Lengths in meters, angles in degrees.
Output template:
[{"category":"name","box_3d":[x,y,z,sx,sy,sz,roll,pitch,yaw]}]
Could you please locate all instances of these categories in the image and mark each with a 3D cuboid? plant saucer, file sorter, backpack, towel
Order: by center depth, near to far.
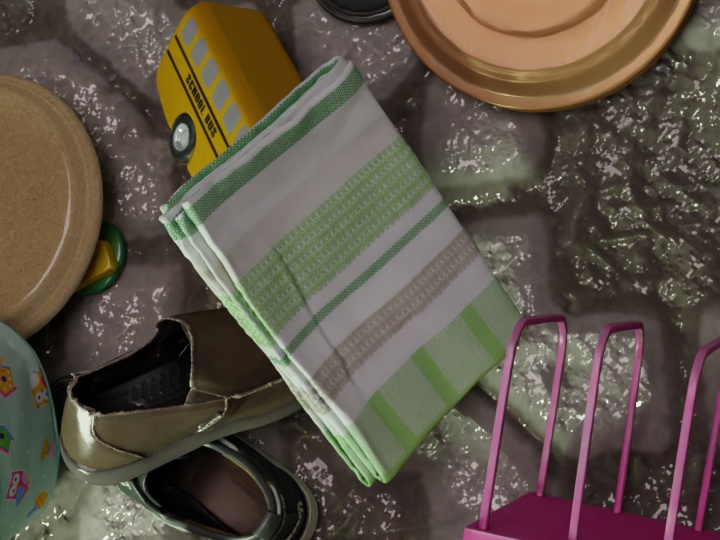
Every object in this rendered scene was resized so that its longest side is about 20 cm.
[{"category":"file sorter","box_3d":[0.174,0.096,0.770,0.200,0.139,0.126,10,93,20]},{"category":"towel","box_3d":[0.000,0.000,0.829,0.149,0.031,0.200,-44,107,-23]},{"category":"plant saucer","box_3d":[0.107,-0.196,0.894,0.200,0.032,0.201,1,93,18]},{"category":"backpack","box_3d":[-0.295,0.107,0.921,0.200,0.153,0.176,6,108,13]}]

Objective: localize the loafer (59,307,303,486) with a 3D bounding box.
[{"category":"loafer","box_3d":[-0.086,0.058,0.879,0.200,0.071,0.073,-30,57,-18]}]

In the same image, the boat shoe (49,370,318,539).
[{"category":"boat shoe","box_3d":[-0.121,0.114,0.917,0.200,0.068,0.072,25,94,23]}]

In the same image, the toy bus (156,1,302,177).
[{"category":"toy bus","box_3d":[-0.059,-0.068,0.897,0.078,0.065,0.200,-55,47,32]}]

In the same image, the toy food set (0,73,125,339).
[{"category":"toy food set","box_3d":[-0.258,-0.034,1.000,0.200,0.049,0.198,-24,74,13]}]

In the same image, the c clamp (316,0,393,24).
[{"category":"c clamp","box_3d":[0.023,-0.249,0.960,0.171,0.027,0.200,-39,72,14]}]
